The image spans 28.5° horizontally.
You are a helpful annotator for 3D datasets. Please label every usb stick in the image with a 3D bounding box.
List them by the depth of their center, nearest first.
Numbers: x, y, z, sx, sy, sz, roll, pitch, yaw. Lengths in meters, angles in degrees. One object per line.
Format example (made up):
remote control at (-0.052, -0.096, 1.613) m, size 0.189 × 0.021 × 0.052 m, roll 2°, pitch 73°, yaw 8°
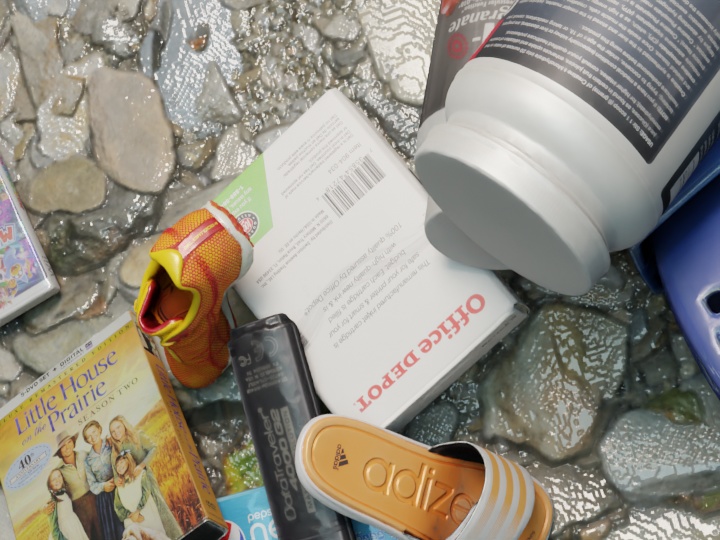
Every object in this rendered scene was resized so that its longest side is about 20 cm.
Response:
usb stick at (-0.041, 0.131, 0.937) m, size 0.055 × 0.033 × 0.203 m, roll -18°, pitch 85°, yaw 24°

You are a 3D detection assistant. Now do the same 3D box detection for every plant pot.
plant pot at (0.274, -0.010, 0.872) m, size 0.199 × 0.200 × 0.181 m, roll -40°, pitch 71°, yaw 7°

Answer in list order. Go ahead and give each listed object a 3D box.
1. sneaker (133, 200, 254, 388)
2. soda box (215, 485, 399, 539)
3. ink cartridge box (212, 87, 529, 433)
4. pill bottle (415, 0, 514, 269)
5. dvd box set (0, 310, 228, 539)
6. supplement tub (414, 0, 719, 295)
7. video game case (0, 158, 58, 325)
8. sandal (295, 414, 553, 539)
sneaker at (-0.124, 0.026, 0.967) m, size 0.077 × 0.201 × 0.073 m, roll -35°, pitch 68°, yaw -26°
soda box at (-0.054, 0.181, 0.992) m, size 0.197 × 0.068 × 0.065 m, roll -16°, pitch 80°, yaw 11°
ink cartridge box at (0.000, 0.000, 0.991) m, size 0.145 × 0.084 × 0.201 m, roll -41°, pitch 76°, yaw 7°
pill bottle at (0.095, -0.107, 0.933) m, size 0.109 × 0.111 × 0.202 m, roll 3°, pitch 62°, yaw 14°
dvd box set at (-0.185, 0.143, 1.001) m, size 0.146 × 0.029 × 0.201 m, roll -36°, pitch 49°, yaw 8°
supplement tub at (0.136, -0.103, 0.798) m, size 0.140 × 0.141 × 0.201 m, roll 35°, pitch 78°, yaw 14°
video game case at (-0.334, -0.040, 1.102) m, size 0.142 × 0.018 × 0.202 m, roll -29°, pitch 78°, yaw 8°
sandal at (0.053, 0.147, 0.917) m, size 0.205 × 0.059 × 0.080 m, roll 22°, pitch 70°, yaw -27°
